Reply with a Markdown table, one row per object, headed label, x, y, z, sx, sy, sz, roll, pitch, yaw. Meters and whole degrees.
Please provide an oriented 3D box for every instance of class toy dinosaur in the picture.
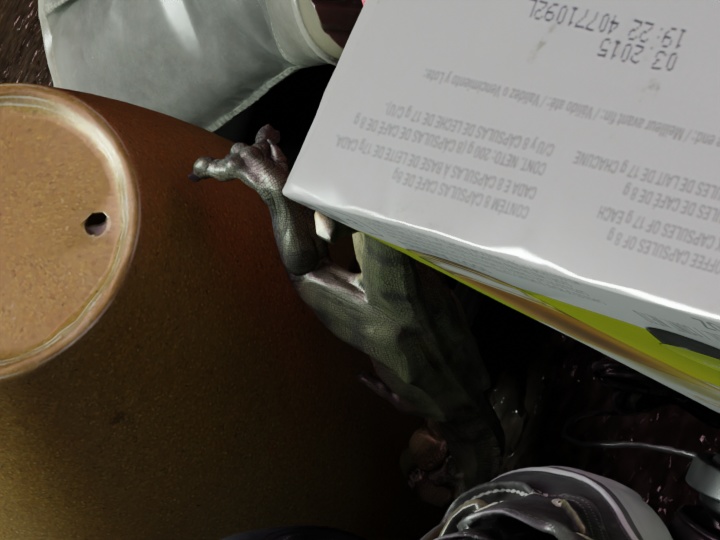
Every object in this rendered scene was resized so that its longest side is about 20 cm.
| label | x | y | z | sx | sy | sz | roll | pitch | yaw |
| --- | --- | --- | --- | --- | --- | --- | --- | --- | --- |
| toy dinosaur | 0.000 | 0.000 | 0.835 | 0.047 | 0.200 | 0.088 | -37 | 61 | -4 |

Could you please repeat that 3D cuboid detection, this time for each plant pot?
| label | x | y | z | sx | sy | sz | roll | pitch | yaw |
| --- | --- | --- | --- | --- | --- | --- | --- | --- | --- |
| plant pot | -0.078 | 0.022 | 0.918 | 0.186 | 0.200 | 0.187 | -6 | 67 | 14 |

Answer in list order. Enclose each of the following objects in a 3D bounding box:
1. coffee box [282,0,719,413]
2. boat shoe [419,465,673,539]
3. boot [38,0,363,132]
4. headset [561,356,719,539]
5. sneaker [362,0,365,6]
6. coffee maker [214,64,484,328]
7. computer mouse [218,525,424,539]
| label | x | y | z | sx | sy | sz | roll | pitch | yaw |
| --- | --- | --- | --- | --- | --- | --- | --- | --- | --- |
| coffee box | 0.144 | -0.055 | 0.704 | 0.200 | 0.198 | 0.200 | 20 | 84 | 51 |
| boat shoe | 0.045 | 0.092 | 0.789 | 0.070 | 0.066 | 0.200 | -60 | 18 | 9 |
| boot | -0.045 | -0.131 | 0.967 | 0.200 | 0.072 | 0.182 | 172 | 98 | -66 |
| headset | 0.114 | 0.099 | 0.850 | 0.124 | 0.094 | 0.200 | -51 | 41 | 29 |
| sneaker | 0.031 | -0.089 | 0.829 | 0.087 | 0.074 | 0.200 | 126 | 141 | -69 |
| coffee maker | -0.003 | -0.072 | 1.093 | 0.200 | 0.192 | 0.135 | -56 | 5 | 12 |
| computer mouse | -0.034 | 0.117 | 0.868 | 0.139 | 0.053 | 0.200 | -47 | -15 | 4 |
